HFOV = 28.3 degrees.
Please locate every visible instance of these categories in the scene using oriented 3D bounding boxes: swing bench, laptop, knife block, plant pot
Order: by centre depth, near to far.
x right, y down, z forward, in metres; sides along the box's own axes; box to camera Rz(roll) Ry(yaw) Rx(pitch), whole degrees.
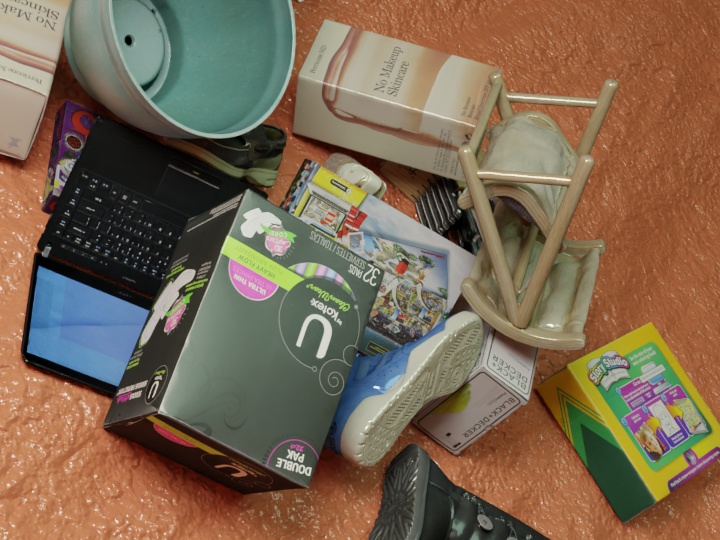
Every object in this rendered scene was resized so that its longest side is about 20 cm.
[{"bbox_3d":[-0.179,0.001,1.220,0.176,0.201,0.103,24,5,-28],"label":"laptop"},{"bbox_3d":[-0.172,-0.206,1.234,0.199,0.133,0.203,5,83,-44],"label":"plant pot"},{"bbox_3d":[0.170,-0.060,1.376,0.128,0.202,0.199,6,29,13],"label":"swing bench"},{"bbox_3d":[0.114,-0.100,1.622,0.175,0.064,0.201,41,38,-11],"label":"knife block"}]

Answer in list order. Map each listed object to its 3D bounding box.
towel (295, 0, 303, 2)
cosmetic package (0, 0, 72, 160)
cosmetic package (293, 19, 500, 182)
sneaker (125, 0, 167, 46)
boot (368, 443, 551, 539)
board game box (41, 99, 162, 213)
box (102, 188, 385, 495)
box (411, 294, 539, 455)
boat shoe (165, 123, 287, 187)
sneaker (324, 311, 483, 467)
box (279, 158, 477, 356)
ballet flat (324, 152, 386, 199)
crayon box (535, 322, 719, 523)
[{"bbox_3d":[-0.102,-0.356,1.360,0.146,0.030,0.201,28,43,-24],"label":"towel"},{"bbox_3d":[-0.317,-0.209,1.267,0.103,0.087,0.201,17,47,-18],"label":"cosmetic package"},{"bbox_3d":[0.038,-0.180,1.514,0.198,0.088,0.104,15,51,5],"label":"cosmetic package"},{"bbox_3d":[-0.221,-0.215,1.344,0.077,0.086,0.201,-37,116,-32],"label":"sneaker"},{"bbox_3d":[0.103,0.273,1.304,0.200,0.066,0.166,40,40,-18],"label":"boot"},{"bbox_3d":[-0.196,-0.070,1.329,0.199,0.032,0.121,24,40,-28],"label":"board game box"},{"bbox_3d":[-0.095,0.064,1.181,0.148,0.124,0.201,30,66,-22],"label":"box"},{"bbox_3d":[0.127,0.076,1.444,0.060,0.117,0.201,37,40,-14],"label":"box"},{"bbox_3d":[-0.122,-0.124,1.354,0.071,0.067,0.201,25,5,17],"label":"boat shoe"},{"bbox_3d":[0.020,0.090,1.319,0.111,0.077,0.200,24,52,34],"label":"sneaker"},{"bbox_3d":[0.000,0.000,1.377,0.199,0.137,0.038,29,1,-23],"label":"box"},{"bbox_3d":[-0.003,-0.060,1.473,0.068,0.067,0.201,24,44,-26],"label":"ballet flat"},{"bbox_3d":[0.308,0.164,1.591,0.199,0.058,0.173,-18,70,-50],"label":"crayon box"}]
